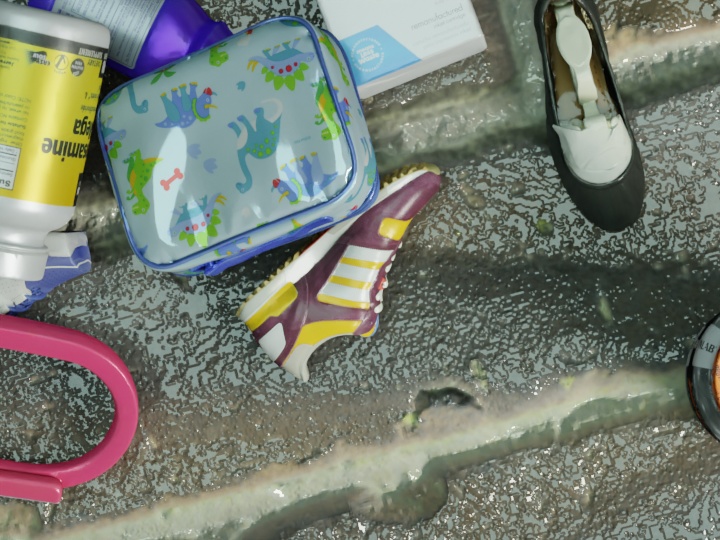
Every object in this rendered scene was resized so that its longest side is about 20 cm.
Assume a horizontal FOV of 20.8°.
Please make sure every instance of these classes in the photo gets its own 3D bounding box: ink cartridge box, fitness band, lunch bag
[{"bbox_3d":[0.012,-0.252,1.561,0.115,0.067,0.201,-21,85,7],"label":"ink cartridge box"},{"bbox_3d":[-0.275,0.108,1.558,0.199,0.037,0.145,12,107,-15],"label":"fitness band"},{"bbox_3d":[-0.093,-0.088,1.488,0.199,0.082,0.162,-22,79,15],"label":"lunch bag"}]

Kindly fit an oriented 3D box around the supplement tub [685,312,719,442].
[{"bbox_3d":[0.302,0.079,1.441,0.122,0.200,0.124,0,87,8],"label":"supplement tub"}]

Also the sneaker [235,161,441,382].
[{"bbox_3d":[0.000,0.000,1.555,0.200,0.075,0.090,-40,94,9],"label":"sneaker"}]

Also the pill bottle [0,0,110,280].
[{"bbox_3d":[-0.262,-0.099,1.485,0.112,0.112,0.201,13,96,8],"label":"pill bottle"}]

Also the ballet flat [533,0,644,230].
[{"bbox_3d":[0.173,-0.129,1.534,0.068,0.068,0.201,-16,86,6],"label":"ballet flat"}]

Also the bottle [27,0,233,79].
[{"bbox_3d":[-0.167,-0.192,1.583,0.199,0.065,0.084,26,92,8],"label":"bottle"}]

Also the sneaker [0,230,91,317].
[{"bbox_3d":[-0.306,0.035,1.591,0.198,0.081,0.116,-12,90,14],"label":"sneaker"}]
